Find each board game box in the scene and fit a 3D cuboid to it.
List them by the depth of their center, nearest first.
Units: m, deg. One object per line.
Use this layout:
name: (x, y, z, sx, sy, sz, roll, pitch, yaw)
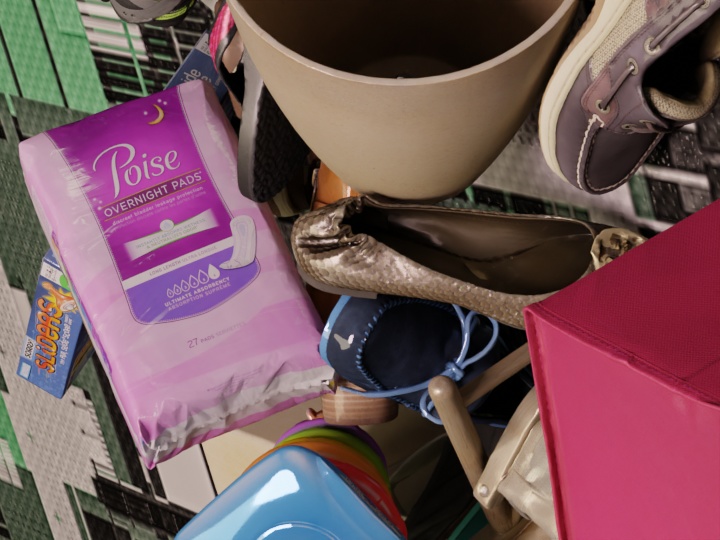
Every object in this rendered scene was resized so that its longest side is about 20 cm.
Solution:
board game box: (-0.137, -0.034, 1.800, 0.034, 0.200, 0.135, 29, 145, 5)

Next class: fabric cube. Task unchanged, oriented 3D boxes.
fabric cube: (0.216, 0.085, 1.314, 0.200, 0.199, 0.196, 29, 138, 46)

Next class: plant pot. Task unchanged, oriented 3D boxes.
plant pot: (0.022, -0.121, 1.506, 0.187, 0.187, 0.200, 49, 163, 23)

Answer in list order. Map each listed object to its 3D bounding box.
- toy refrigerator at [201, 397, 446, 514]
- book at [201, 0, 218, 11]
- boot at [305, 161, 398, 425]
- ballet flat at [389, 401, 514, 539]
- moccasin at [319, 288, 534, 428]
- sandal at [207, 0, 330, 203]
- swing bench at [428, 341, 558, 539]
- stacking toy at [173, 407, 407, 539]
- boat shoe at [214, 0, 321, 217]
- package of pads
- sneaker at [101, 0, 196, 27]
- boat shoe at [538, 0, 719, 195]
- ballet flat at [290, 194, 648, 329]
toy refrigerator: (-0.014, 0.123, 1.856, 0.200, 0.076, 0.070, 14, 126, 53)
book: (-0.085, -0.249, 1.687, 0.134, 0.048, 0.200, 38, 141, 39)
boot: (0.000, 0.000, 1.734, 0.200, 0.074, 0.155, -135, 44, -82)
ballet flat: (0.031, 0.159, 1.729, 0.068, 0.200, 0.068, 39, -174, 28)
moccasin: (0.050, 0.044, 1.618, 0.068, 0.200, 0.081, 35, 101, 27)
sandal: (-0.051, -0.133, 1.574, 0.045, 0.075, 0.200, 16, 120, 27)
swing bench: (0.138, 0.149, 1.580, 0.199, 0.130, 0.200, 44, 152, 29)
stacking toy: (-0.022, 0.127, 1.684, 0.116, 0.110, 0.200, 46, -161, -11)
boat shoe: (-0.030, -0.091, 1.701, 0.202, 0.075, 0.075, 73, -173, -66)
package of pads: (-0.100, -0.001, 1.650, 0.076, 0.120, 0.200, 87, 160, -62)
sneaker: (-0.104, -0.178, 1.667, 0.200, 0.071, 0.083, 11, 127, 59)
boat shoe: (0.141, -0.096, 1.418, 0.065, 0.072, 0.200, 54, 145, 25)
ballet flat: (0.063, -0.010, 1.530, 0.200, 0.067, 0.046, 8, 138, 7)
